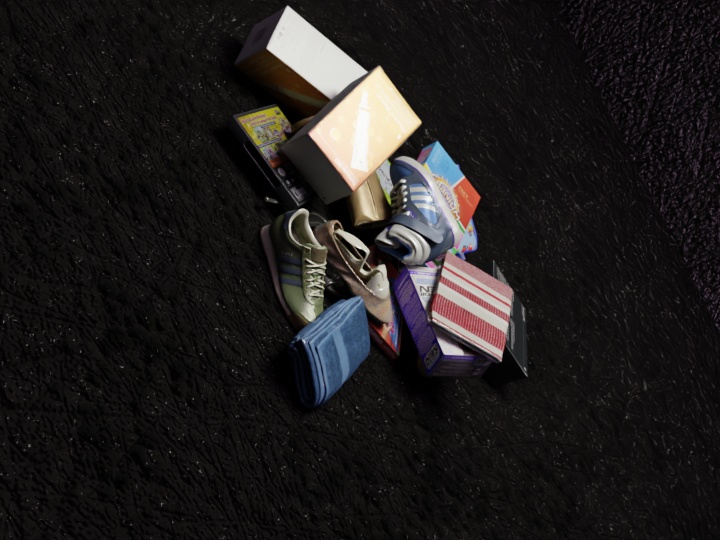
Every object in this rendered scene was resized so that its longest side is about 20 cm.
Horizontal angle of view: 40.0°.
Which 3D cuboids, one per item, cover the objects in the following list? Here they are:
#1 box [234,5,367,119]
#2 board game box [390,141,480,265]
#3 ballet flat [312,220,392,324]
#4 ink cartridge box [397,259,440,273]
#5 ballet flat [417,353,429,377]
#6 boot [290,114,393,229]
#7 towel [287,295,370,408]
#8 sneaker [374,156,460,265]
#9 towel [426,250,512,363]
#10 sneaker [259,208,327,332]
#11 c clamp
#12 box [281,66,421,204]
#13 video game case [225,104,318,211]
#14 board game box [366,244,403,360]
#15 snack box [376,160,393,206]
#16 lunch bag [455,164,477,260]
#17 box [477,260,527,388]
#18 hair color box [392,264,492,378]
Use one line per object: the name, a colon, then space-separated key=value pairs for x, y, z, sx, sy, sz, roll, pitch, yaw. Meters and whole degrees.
box: x=-0.106 y=-0.363 z=1.791 sx=0.199 sy=0.124 sz=0.098 roll=34 pitch=67 yaw=-27
board game box: x=0.148 y=-0.131 z=1.903 sx=0.153 sy=0.040 sz=0.201 roll=49 pitch=43 yaw=-20
ballet flat: x=0.000 y=0.000 z=1.606 sx=0.200 sy=0.067 sz=0.068 roll=48 pitch=28 yaw=-8
ink cartridge box: x=0.142 y=0.030 z=1.864 sx=0.200 sy=0.037 sz=0.095 roll=48 pitch=26 yaw=-27
ballet flat: x=0.136 y=0.113 z=1.759 sx=0.068 sy=0.063 sz=0.200 roll=24 pitch=38 yaw=4
boot: x=-0.027 y=-0.173 z=1.750 sx=0.174 sy=0.066 sz=0.202 roll=-8 pitch=78 yaw=-41
towel: x=-0.040 y=0.119 z=1.474 sx=0.200 sy=0.048 sz=0.113 roll=-40 pitch=122 yaw=-62
sneaker: x=0.072 y=-0.100 z=1.725 sx=0.146 sy=0.081 sz=0.201 roll=-23 pitch=72 yaw=-33
towel: x=0.188 y=0.061 z=1.680 sx=0.143 sy=0.023 sz=0.201 roll=29 pitch=37 yaw=-6
sneaker: x=-0.086 y=-0.004 z=1.521 sx=0.067 sy=0.090 sz=0.202 roll=9 pitch=53 yaw=-53
c clamp: x=-0.073 y=-0.034 z=1.643 sx=0.201 sy=0.027 sz=0.171 roll=60 pitch=24 yaw=10
box: x=-0.014 y=-0.228 z=1.668 sx=0.125 sy=0.097 sz=0.200 roll=50 pitch=60 yaw=-15
video game case: x=-0.133 y=-0.196 z=1.691 sx=0.181 sy=0.025 sz=0.200 roll=54 pitch=21 yaw=-3
board game box: x=0.039 y=0.051 z=1.709 sx=0.103 sy=0.019 sz=0.201 roll=48 pitch=29 yaw=-27
snack box: x=0.002 y=-0.194 z=1.884 sx=0.201 sy=0.053 sz=0.142 roll=53 pitch=29 yaw=-5
lunch bag: x=0.173 y=-0.111 z=2.027 sx=0.150 sy=0.094 sz=0.201 roll=-8 pitch=73 yaw=-58
box: x=0.259 y=0.103 z=1.913 sx=0.141 sy=0.078 sz=0.201 roll=51 pitch=28 yaw=-26
hair color box: x=0.140 y=0.086 z=1.687 sx=0.108 sy=0.065 sz=0.201 roll=6 pitch=46 yaw=-30
